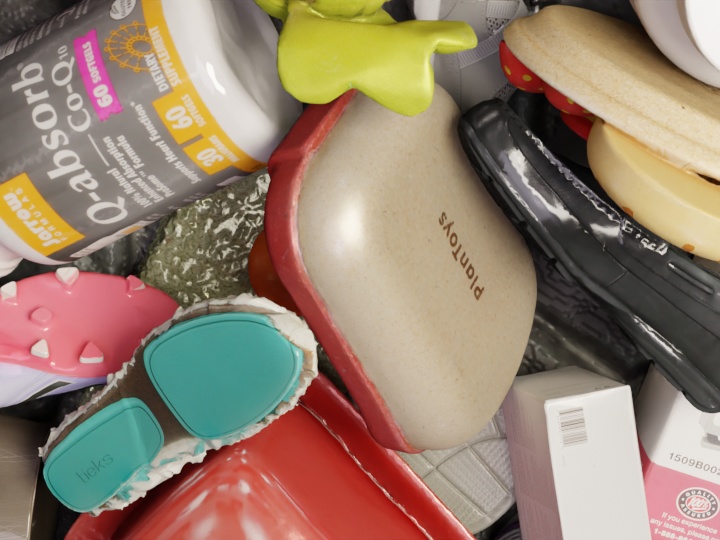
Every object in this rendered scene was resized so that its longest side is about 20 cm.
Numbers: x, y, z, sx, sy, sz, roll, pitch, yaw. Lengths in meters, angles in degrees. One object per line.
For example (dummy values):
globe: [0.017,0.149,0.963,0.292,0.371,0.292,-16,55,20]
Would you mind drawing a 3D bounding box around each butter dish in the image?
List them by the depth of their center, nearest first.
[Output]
butter dish: [-0.058,0.174,0.820,0.199,0.148,0.200,-44,87,16]

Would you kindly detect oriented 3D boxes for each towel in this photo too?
towel: [-0.061,0.031,0.881,0.148,0.037,0.201,29,109,-6]

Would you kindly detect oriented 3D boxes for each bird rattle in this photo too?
bird rattle: [-0.018,-0.173,0.684,0.163,0.113,0.200,-41,118,-8]

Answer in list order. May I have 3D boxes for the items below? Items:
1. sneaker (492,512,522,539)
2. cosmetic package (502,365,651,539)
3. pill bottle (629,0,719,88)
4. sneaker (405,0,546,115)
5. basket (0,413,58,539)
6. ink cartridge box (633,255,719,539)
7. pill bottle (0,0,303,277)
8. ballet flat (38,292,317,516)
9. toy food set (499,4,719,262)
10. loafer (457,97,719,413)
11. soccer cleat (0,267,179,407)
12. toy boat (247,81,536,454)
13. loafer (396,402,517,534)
sneaker: [0.108,0.211,0.928,0.099,0.075,0.201,21,108,-30]
cosmetic package: [0.120,0.155,0.823,0.050,0.083,0.201,-10,96,-12]
pill bottle: [0.174,-0.144,0.715,0.110,0.200,0.112,1,110,3]
sneaker: [0.063,-0.137,0.801,0.082,0.075,0.201,10,122,-6]
basket: [-0.275,0.137,0.883,0.199,0.136,0.181,5,87,-3]
ink cartridge box: [0.235,0.059,0.846,0.146,0.083,0.201,17,110,-1]
pill bottle: [-0.138,-0.071,0.803,0.199,0.116,0.117,-25,106,18]
ballet flat: [-0.087,0.058,0.790,0.200,0.072,0.072,-31,106,36]
toy food set: [0.153,-0.061,0.718,0.197,0.200,0.049,7,116,-41]
loafer: [0.127,-0.016,0.755,0.200,0.068,0.070,43,97,-17]
soccer cleat: [-0.191,0.048,0.836,0.199,0.067,0.077,-10,152,-20]
toy boat: [0.000,0.000,0.795,0.130,0.131,0.200,2,134,38]
loafer: [0.031,0.134,0.906,0.200,0.063,0.072,-44,82,13]
